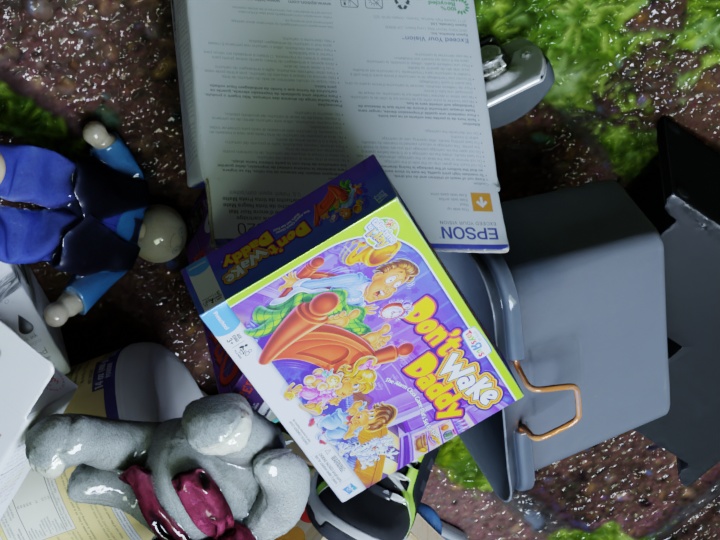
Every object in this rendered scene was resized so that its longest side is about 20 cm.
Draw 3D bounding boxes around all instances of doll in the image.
[{"bbox_3d":[-0.186,-0.030,1.655,0.200,0.048,0.137,7,92,-55],"label":"doll"}]

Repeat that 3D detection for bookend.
[{"bbox_3d":[0.229,0.027,1.846,0.199,0.092,0.200,31,123,-22],"label":"bookend"}]

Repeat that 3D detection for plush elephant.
[{"bbox_3d":[-0.099,0.171,1.587,0.165,0.155,0.200,-7,166,26],"label":"plush elephant"}]

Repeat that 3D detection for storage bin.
[{"bbox_3d":[0.134,0.040,1.711,0.134,0.146,0.200,-18,128,-12],"label":"storage bin"}]

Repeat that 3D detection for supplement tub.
[{"bbox_3d":[-0.205,0.144,1.747,0.200,0.145,0.145,-20,131,13],"label":"supplement tub"}]

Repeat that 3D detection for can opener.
[{"bbox_3d":[0.038,-0.096,1.711,0.200,0.053,0.067,-24,130,1],"label":"can opener"}]

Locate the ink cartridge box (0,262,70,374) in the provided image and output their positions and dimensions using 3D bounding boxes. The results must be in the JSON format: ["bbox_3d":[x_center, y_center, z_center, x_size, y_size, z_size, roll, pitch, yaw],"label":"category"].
[{"bbox_3d":[-0.284,0.003,1.673,0.116,0.067,0.200,-23,130,2],"label":"ink cartridge box"}]

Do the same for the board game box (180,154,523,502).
[{"bbox_3d":[-0.002,0.039,1.547,0.134,0.045,0.200,-31,133,4],"label":"board game box"}]

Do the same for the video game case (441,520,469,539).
[{"bbox_3d":[-0.043,0.242,1.966,0.182,0.023,0.200,29,113,-34],"label":"video game case"}]

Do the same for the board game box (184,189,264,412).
[{"bbox_3d":[-0.066,-0.013,1.646,0.032,0.200,0.120,16,119,-23],"label":"board game box"}]

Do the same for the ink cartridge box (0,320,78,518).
[{"bbox_3d":[-0.260,0.091,1.624,0.115,0.068,0.200,39,118,10],"label":"ink cartridge box"}]

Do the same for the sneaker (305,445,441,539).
[{"bbox_3d":[0.018,0.113,1.699,0.072,0.200,0.083,26,119,-4],"label":"sneaker"}]

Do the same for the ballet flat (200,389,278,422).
[{"bbox_3d":[-0.090,0.097,1.824,0.200,0.067,0.064,-36,101,10],"label":"ballet flat"}]

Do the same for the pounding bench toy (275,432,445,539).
[{"bbox_3d":[-0.051,0.199,1.846,0.156,0.200,0.124,-55,132,-14],"label":"pounding bench toy"}]

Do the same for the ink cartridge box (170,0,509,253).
[{"bbox_3d":[-0.014,-0.096,1.607,0.199,0.200,0.041,2,156,-19],"label":"ink cartridge box"}]

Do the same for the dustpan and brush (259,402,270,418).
[{"bbox_3d":[-0.047,0.006,1.700,0.057,0.140,0.200,7,127,-9],"label":"dustpan and brush"}]
